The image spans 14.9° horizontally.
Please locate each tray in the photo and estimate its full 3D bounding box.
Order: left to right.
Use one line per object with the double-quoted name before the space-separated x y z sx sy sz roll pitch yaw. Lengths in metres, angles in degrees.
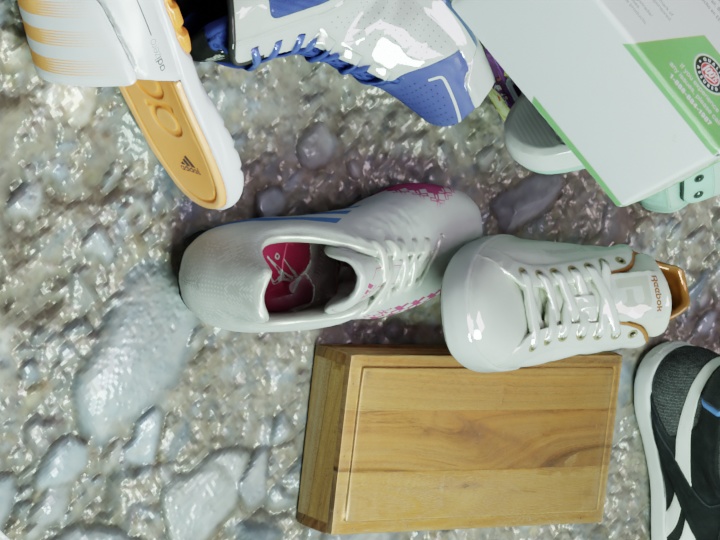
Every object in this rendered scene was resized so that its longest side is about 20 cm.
"tray" 0.059 0.093 1.538 0.199 0.037 0.099 1 98 -39

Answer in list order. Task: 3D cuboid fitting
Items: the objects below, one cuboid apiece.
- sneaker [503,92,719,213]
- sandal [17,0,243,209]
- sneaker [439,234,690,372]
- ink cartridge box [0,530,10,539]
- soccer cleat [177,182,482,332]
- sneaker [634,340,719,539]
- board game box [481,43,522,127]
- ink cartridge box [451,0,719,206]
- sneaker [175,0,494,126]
"sneaker" 0.159 -0.066 1.546 0.200 0.074 0.119 -24 137 -33
"sandal" -0.119 -0.099 1.331 0.059 0.079 0.207 -44 124 -26
"sneaker" 0.116 0.011 1.498 0.200 0.084 0.073 -9 90 -58
"ink cartridge box" -0.260 0.176 1.273 0.200 0.084 0.144 -52 124 -17
"soccer cleat" 0.000 0.000 1.440 0.199 0.086 0.070 -12 106 -36
"sneaker" 0.228 0.144 1.633 0.073 0.112 0.201 -31 117 -29
"board game box" 0.128 -0.185 1.544 0.200 0.032 0.120 -44 118 -23
"ink cartridge box" 0.161 -0.154 1.447 0.146 0.084 0.200 50 49 -10
"sneaker" -0.034 -0.131 1.401 0.115 0.080 0.199 -51 118 -14
